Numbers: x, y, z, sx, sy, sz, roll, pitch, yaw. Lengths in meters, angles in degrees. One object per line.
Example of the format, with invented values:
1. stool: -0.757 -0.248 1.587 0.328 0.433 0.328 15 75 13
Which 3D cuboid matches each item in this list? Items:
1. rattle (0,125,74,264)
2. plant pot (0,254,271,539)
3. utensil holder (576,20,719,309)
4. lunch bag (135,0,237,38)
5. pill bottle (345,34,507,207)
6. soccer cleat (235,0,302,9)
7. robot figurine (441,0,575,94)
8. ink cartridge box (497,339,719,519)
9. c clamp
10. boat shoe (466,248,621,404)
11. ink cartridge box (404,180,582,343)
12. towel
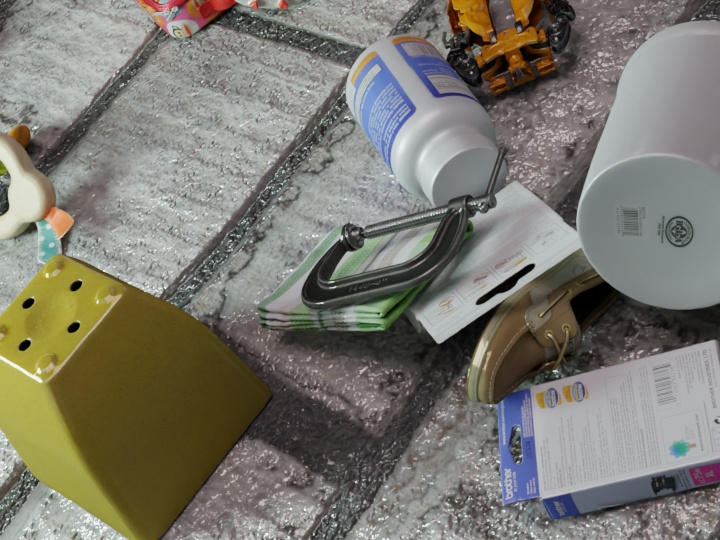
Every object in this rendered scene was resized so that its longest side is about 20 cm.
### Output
1. rattle: -0.374 -0.088 1.887 0.198 0.143 0.132 21 96 23
2. plant pot: -0.242 0.101 1.525 0.194 0.201 0.195 23 65 40
3. utensil holder: 0.283 -0.089 1.384 0.168 0.171 0.201 -4 36 26
4. lunch bag: -0.188 -0.380 2.006 0.200 0.082 0.176 -41 48 -7
5. pill bottle: 0.069 -0.142 1.625 0.111 0.112 0.201 -32 44 1
6. soccer cleat: -0.062 -0.366 1.932 0.198 0.070 0.078 -16 41 6
7. robot figurine: 0.155 -0.264 1.722 0.144 0.058 0.201 -21 45 13
8. ink cartridge box: 0.214 0.136 1.352 0.198 0.042 0.120 -14 46 15
9. c clamp: 0.038 -0.028 1.498 0.198 0.027 0.172 -17 33 29
10. boat shoe: 0.164 0.048 1.414 0.066 0.074 0.200 24 53 27
11. ink cartridge box: 0.116 0.004 1.469 0.162 0.057 0.200 -34 27 -1
12. towel: 0.000 0.000 1.541 0.199 0.031 0.149 -4 39 52
